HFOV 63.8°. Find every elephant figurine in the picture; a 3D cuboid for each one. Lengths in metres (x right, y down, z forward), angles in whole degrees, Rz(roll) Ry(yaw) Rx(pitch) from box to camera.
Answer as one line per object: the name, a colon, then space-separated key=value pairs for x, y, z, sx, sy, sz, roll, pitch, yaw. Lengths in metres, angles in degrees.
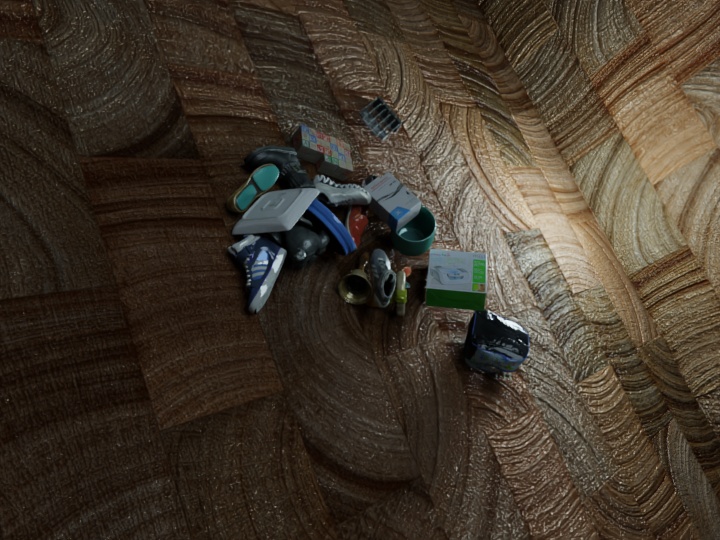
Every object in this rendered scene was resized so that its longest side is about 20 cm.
elephant figurine: x=-0.192 y=-0.115 z=1.621 sx=0.140 sy=0.155 sz=0.202 roll=-34 pitch=83 yaw=-26

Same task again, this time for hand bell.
hand bell: x=0.000 y=0.000 z=1.756 sx=0.104 sy=0.104 sz=0.202 roll=38 pitch=32 yaw=-15

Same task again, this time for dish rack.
dish rack: x=0.070 y=-0.574 z=2.211 sx=0.154 sy=0.054 sz=0.200 roll=46 pitch=44 yaw=-5

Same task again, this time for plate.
plate: x=-0.233 y=-0.168 z=1.569 sx=0.201 sy=0.195 sz=0.033 roll=-59 pitch=137 yaw=-46

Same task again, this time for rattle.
rattle: x=0.090 y=0.056 z=1.826 sx=0.202 sy=0.139 sz=0.132 roll=-85 pitch=157 yaw=-55

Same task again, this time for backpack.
backpack: x=0.445 y=0.243 z=1.909 sx=0.195 sy=0.149 sz=0.185 roll=19 pitch=47 yaw=3

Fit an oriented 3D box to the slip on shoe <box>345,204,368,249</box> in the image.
slip on shoe: x=-0.008 y=-0.152 z=1.839 sx=0.075 sy=0.060 sz=0.203 roll=58 pitch=30 yaw=-43

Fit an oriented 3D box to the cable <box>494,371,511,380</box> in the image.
cable: x=0.482 y=0.290 z=2.005 sx=0.095 sy=0.050 sz=0.204 roll=17 pitch=54 yaw=-28

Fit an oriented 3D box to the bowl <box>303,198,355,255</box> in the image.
bowl: x=-0.096 y=-0.123 z=1.672 sx=0.039 sy=0.200 sz=0.201 roll=-44 pitch=96 yaw=-11

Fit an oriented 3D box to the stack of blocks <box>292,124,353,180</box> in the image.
stack of blocks: x=-0.124 y=-0.385 z=1.904 sx=0.197 sy=0.058 sz=0.118 roll=15 pitch=54 yaw=-35

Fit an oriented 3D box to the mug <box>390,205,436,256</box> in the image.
mug: x=0.169 y=-0.139 z=1.946 sx=0.148 sy=0.115 sz=0.188 roll=-14 pitch=59 yaw=-9

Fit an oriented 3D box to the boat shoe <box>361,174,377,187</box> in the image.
boat shoe: x=0.091 y=-0.252 z=2.004 sx=0.200 sy=0.066 sz=0.070 roll=48 pitch=42 yaw=-6

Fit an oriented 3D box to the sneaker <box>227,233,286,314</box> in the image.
sneaker: x=-0.291 y=-0.001 z=1.501 sx=0.144 sy=0.081 sz=0.203 roll=23 pitch=63 yaw=0

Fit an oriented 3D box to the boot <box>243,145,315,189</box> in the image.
boot: x=-0.234 y=-0.287 z=1.724 sx=0.209 sy=0.079 sz=0.160 roll=-15 pitch=74 yaw=-47

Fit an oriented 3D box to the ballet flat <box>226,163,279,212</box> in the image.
ballet flat: x=-0.306 y=-0.234 z=1.620 sx=0.201 sy=0.062 sz=0.070 roll=-51 pitch=123 yaw=-38

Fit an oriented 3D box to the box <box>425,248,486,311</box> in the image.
box: x=0.321 y=0.031 z=1.931 sx=0.194 sy=0.098 sz=0.179 roll=5 pitch=50 yaw=9

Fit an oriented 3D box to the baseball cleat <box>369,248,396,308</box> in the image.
baseball cleat: x=0.073 y=0.007 z=1.700 sx=0.068 sy=0.107 sz=0.204 roll=7 pitch=56 yaw=-20

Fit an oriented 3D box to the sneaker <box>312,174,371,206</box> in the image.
sneaker: x=-0.064 y=-0.233 z=1.821 sx=0.195 sy=0.076 sz=0.083 roll=14 pitch=59 yaw=1

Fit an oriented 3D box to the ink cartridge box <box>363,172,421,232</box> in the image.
ink cartridge box: x=0.089 y=-0.237 z=1.893 sx=0.115 sy=0.067 sz=0.200 roll=-38 pitch=69 yaw=-21
